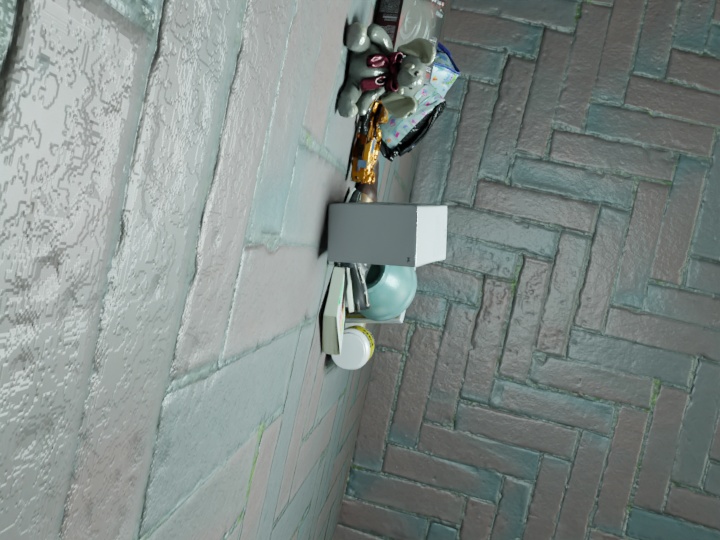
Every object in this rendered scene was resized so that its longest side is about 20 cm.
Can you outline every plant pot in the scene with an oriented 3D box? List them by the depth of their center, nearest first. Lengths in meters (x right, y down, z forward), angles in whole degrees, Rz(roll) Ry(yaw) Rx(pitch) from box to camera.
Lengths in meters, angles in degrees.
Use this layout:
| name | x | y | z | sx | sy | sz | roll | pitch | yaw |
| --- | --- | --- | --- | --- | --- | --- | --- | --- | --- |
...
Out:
| name | x | y | z | sx | sy | sz | roll | pitch | yaw |
| --- | --- | --- | --- | --- | --- | --- | --- | --- | --- |
| plant pot | 0.039 | 0.021 | 1.812 | 0.134 | 0.197 | 0.204 | 40 | 60 | -57 |

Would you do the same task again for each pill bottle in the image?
| name | x | y | z | sx | sy | sz | roll | pitch | yaw |
| --- | --- | --- | --- | --- | --- | --- | --- | --- | --- |
| pill bottle | -0.023 | 0.218 | 1.872 | 0.200 | 0.112 | 0.117 | 5 | 99 | -84 |

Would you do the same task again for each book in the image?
| name | x | y | z | sx | sy | sz | roll | pitch | yaw |
| --- | --- | --- | --- | --- | --- | --- | --- | --- | --- |
| book | -0.063 | 0.102 | 1.642 | 0.201 | 0.047 | 0.136 | 91 | 8 | -58 |

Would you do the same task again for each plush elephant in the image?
| name | x | y | z | sx | sy | sz | roll | pitch | yaw |
| --- | --- | --- | --- | --- | --- | --- | --- | --- | --- |
| plush elephant | 0.055 | -0.369 | 1.248 | 0.200 | 0.152 | 0.168 | -61 | 162 | -66 |

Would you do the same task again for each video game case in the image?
| name | x | y | z | sx | sy | sz | roll | pitch | yaw |
| --- | --- | --- | --- | --- | --- | --- | --- | --- | --- |
| video game case | 0.050 | 0.067 | 1.907 | 0.023 | 0.197 | 0.185 | 51 | 46 | -46 |

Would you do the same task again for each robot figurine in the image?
| name | x | y | z | sx | sy | sz | roll | pitch | yaw |
| --- | --- | --- | --- | --- | --- | --- | --- | --- | --- |
| robot figurine | 0.022 | -0.300 | 1.510 | 0.145 | 0.057 | 0.204 | -48 | 151 | -78 |

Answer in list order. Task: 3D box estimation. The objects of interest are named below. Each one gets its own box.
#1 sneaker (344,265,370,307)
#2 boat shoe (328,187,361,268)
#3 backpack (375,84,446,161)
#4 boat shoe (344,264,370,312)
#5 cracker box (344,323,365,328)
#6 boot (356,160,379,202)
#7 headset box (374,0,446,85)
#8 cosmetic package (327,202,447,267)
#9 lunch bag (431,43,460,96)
| name | x | y | z | sx | sy | sz | roll | pitch | yaw |
| --- | --- | --- | --- | --- | --- | --- | --- | --- | --- |
| sneaker | 0.000 | 0.000 | 1.715 | 0.099 | 0.070 | 0.203 | -42 | 153 | -51 |
| boat shoe | -0.020 | -0.096 | 1.532 | 0.076 | 0.059 | 0.204 | 85 | 19 | -69 |
| backpack | 0.126 | -0.396 | 1.727 | 0.200 | 0.126 | 0.167 | -45 | -176 | 29 |
| boat shoe | -0.010 | 0.000 | 1.616 | 0.074 | 0.059 | 0.205 | -132 | -144 | -81 |
| cracker box | -0.020 | 0.191 | 2.082 | 0.134 | 0.057 | 0.204 | 15 | 87 | -84 |
| boot | 0.026 | -0.174 | 1.721 | 0.201 | 0.071 | 0.169 | 76 | 30 | -68 |
| headset box | 0.098 | -0.498 | 1.441 | 0.147 | 0.076 | 0.204 | -2 | 107 | -48 |
| cosmetic package | 0.060 | -0.081 | 1.401 | 0.199 | 0.196 | 0.126 | -16 | 108 | -65 |
| lunch bag | 0.172 | -0.548 | 1.861 | 0.171 | 0.125 | 0.202 | -56 | -142 | 33 |
